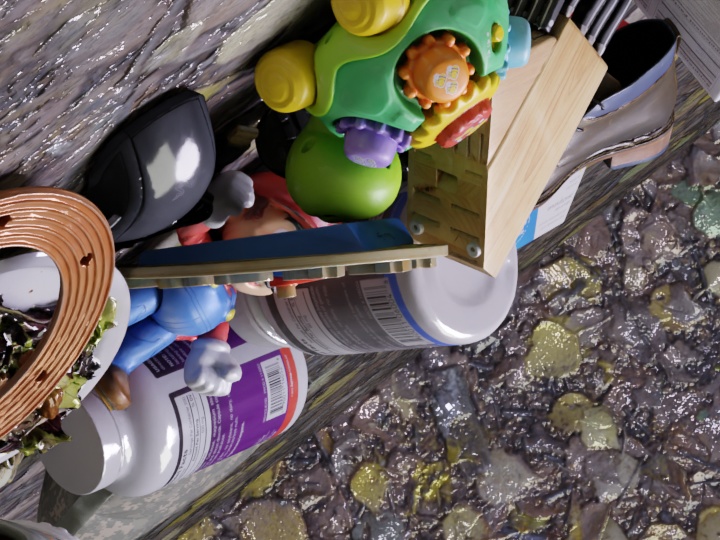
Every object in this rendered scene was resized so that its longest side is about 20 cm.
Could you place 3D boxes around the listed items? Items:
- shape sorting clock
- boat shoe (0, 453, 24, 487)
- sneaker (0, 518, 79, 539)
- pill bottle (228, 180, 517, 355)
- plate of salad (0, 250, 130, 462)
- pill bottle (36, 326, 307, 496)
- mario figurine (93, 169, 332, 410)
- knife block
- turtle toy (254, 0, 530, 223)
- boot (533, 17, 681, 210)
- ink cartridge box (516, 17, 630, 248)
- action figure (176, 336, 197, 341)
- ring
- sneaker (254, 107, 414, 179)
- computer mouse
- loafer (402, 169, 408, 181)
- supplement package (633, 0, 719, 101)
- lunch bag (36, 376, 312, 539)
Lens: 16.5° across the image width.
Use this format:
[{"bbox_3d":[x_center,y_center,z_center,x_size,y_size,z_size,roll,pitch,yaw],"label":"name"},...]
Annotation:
[{"bbox_3d":[-0.047,-0.003,1.471,0.199,0.039,0.200,-8,-179,0],"label":"shape sorting clock"},{"bbox_3d":[-0.251,0.113,1.612,0.063,0.073,0.201,-48,175,-5],"label":"boat shoe"},{"bbox_3d":[-0.278,0.182,1.621,0.199,0.074,0.079,3,166,19],"label":"sneaker"},{"bbox_3d":[0.000,0.000,1.701,0.200,0.114,0.114,-6,-162,45],"label":"pill bottle"},{"bbox_3d":[-0.211,0.067,1.399,0.200,0.048,0.200,-29,150,-18],"label":"plate of salad"},{"bbox_3d":[-0.140,0.095,1.817,0.200,0.113,0.112,-21,163,-44],"label":"pill bottle"},{"bbox_3d":[-0.093,0.012,1.601,0.200,0.106,0.123,-35,171,-9],"label":"mario figurine"},{"bbox_3d":[0.108,-0.118,1.541,0.175,0.064,0.201,-28,130,-41],"label":"knife block"},{"bbox_3d":[0.018,-0.106,1.408,0.200,0.101,0.146,-42,172,39],"label":"turtle toy"},{"bbox_3d":[0.122,-0.102,1.598,0.200,0.075,0.097,-22,144,-26],"label":"boot"},{"bbox_3d":[0.125,-0.118,1.724,0.116,0.067,0.200,-29,144,-56],"label":"ink cartridge box"},{"bbox_3d":[-0.138,0.039,1.729,0.065,0.052,0.200,-3,-169,30],"label":"action figure"},{"bbox_3d":[-0.211,0.034,1.281,0.200,0.019,0.201,-33,150,-22],"label":"ring"},{"bbox_3d":[0.000,-0.089,1.564,0.200,0.076,0.087,-21,180,-41],"label":"sneaker"},{"bbox_3d":[-0.101,-0.049,1.404,0.140,0.046,0.200,-32,171,-32],"label":"computer mouse"},{"bbox_3d":[0.039,-0.094,1.774,0.070,0.075,0.200,-63,169,6],"label":"loafer"},{"bbox_3d":[0.250,-0.230,1.572,0.152,0.151,0.200,-38,173,-7],"label":"supplement package"},{"bbox_3d":[-0.164,0.134,1.970,0.200,0.118,0.164,-37,175,-46],"label":"lunch bag"}]
